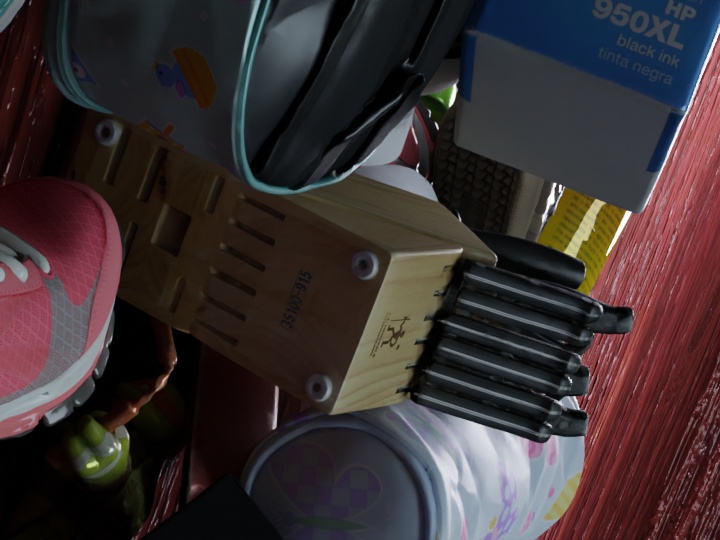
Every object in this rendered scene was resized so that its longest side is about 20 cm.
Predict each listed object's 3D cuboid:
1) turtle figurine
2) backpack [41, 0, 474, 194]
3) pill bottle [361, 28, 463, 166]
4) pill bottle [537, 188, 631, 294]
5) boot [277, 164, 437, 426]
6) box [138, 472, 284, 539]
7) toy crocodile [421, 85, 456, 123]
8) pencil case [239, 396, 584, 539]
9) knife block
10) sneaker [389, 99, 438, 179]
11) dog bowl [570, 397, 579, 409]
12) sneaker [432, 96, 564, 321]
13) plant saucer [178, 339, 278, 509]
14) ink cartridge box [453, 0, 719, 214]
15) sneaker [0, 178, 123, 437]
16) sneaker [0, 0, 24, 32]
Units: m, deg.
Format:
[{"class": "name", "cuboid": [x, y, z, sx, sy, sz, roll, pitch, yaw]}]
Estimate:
[{"class": "turtle figurine", "cuboid": [-0.118, 0.097, 0.847, 0.161, 0.064, 0.200, -48, -173, -13]}, {"class": "backpack", "cuboid": [-0.027, -0.132, 0.674, 0.176, 0.152, 0.201, -33, 137, -62]}, {"class": "pill bottle", "cuboid": [0.009, -0.147, 0.840, 0.112, 0.112, 0.201, -31, 143, -62]}, {"class": "pill bottle", "cuboid": [0.102, -0.041, 1.291, 0.201, 0.111, 0.111, -61, 164, -12]}, {"class": "boot", "cuboid": [0.000, 0.050, 0.980, 0.201, 0.073, 0.096, 105, -21, -49]}, {"class": "box", "cuboid": [-0.108, 0.177, 0.809, 0.141, 0.079, 0.200, -32, 169, -39]}, {"class": "toy crocodile", "cuboid": [0.013, -0.122, 0.997, 0.200, 0.061, 0.068, 67, 35, -66]}, {"class": "pencil case", "cuboid": [0.028, 0.086, 0.880, 0.083, 0.091, 0.200, -24, 176, 22]}, {"class": "knife block", "cuboid": [0.000, 0.000, 0.841, 0.175, 0.199, 0.064, -3, 118, -64]}, {"class": "sneaker", "cuboid": [-0.016, -0.019, 1.020, 0.087, 0.073, 0.201, -51, 159, -35]}, {"class": "dog bowl", "cuboid": [0.033, 0.101, 1.198, 0.199, 0.059, 0.201, -15, 129, -18]}, {"class": "sneaker", "cuboid": [0.063, -0.019, 1.016, 0.075, 0.070, 0.201, -38, 160, -37]}, {"class": "plant saucer", "cuboid": [-0.060, 0.088, 0.950, 0.200, 0.036, 0.201, -89, -174, -48]}, {"class": "ink cartridge box", "cuboid": [0.108, -0.140, 0.800, 0.145, 0.084, 0.201, 83, 28, -78]}, {"class": "sneaker", "cuboid": [-0.134, 0.015, 0.672, 0.200, 0.073, 0.087, -47, 155, -46]}, {"class": "sneaker", "cuboid": [-0.108, -0.150, 0.556, 0.080, 0.071, 0.201, -9, 118, -65]}]
